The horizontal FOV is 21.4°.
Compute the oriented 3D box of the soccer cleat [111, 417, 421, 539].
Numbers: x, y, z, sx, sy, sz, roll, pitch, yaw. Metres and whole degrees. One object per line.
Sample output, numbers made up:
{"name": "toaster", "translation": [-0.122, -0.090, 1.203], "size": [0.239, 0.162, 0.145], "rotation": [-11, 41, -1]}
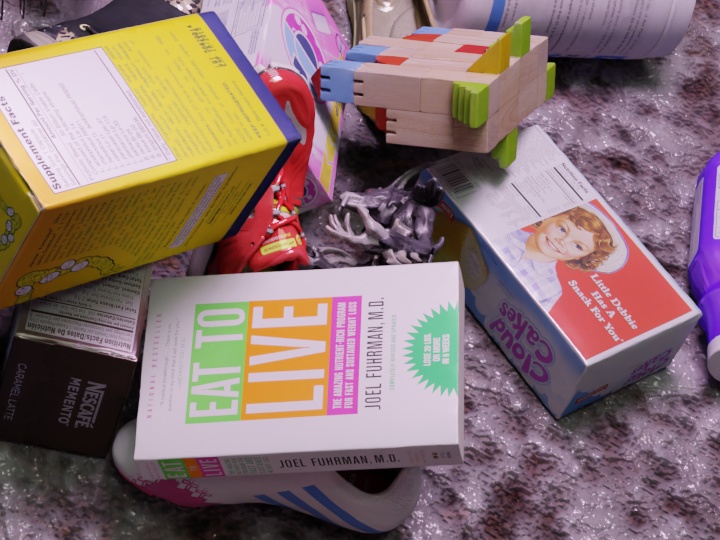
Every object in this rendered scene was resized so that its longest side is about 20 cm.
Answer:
{"name": "soccer cleat", "translation": [-0.055, 0.114, 1.210], "size": [0.199, 0.086, 0.070], "rotation": [12, 49, -8]}

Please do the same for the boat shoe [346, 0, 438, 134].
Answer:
{"name": "boat shoe", "translation": [0.031, -0.187, 1.506], "size": [0.073, 0.063, 0.201], "rotation": [5, 50, -14]}

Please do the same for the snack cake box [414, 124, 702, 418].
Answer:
{"name": "snack cake box", "translation": [0.136, -0.003, 1.384], "size": [0.115, 0.067, 0.200], "rotation": [-20, 60, -32]}

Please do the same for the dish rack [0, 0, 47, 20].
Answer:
{"name": "dish rack", "translation": [-0.290, -0.246, 1.449], "size": [0.199, 0.055, 0.154], "rotation": [-8, 55, -18]}

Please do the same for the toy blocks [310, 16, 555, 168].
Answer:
{"name": "toy blocks", "translation": [0.051, -0.137, 1.388], "size": [0.136, 0.100, 0.200], "rotation": [8, 21, 20]}

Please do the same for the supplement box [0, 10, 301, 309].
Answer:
{"name": "supplement box", "translation": [-0.156, -0.068, 1.151], "size": [0.200, 0.110, 0.109], "rotation": [-19, 67, -41]}

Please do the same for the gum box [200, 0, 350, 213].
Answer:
{"name": "gum box", "translation": [-0.065, -0.142, 1.380], "size": [0.066, 0.114, 0.200], "rotation": [-19, 36, 20]}

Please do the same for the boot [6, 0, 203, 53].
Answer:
{"name": "boot", "translation": [-0.140, -0.133, 1.401], "size": [0.203, 0.074, 0.154], "rotation": [38, 47, 13]}

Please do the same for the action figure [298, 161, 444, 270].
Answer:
{"name": "action figure", "translation": [0.000, 0.000, 1.305], "size": [0.102, 0.119, 0.201], "rotation": [23, 53, -17]}

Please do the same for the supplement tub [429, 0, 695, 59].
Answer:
{"name": "supplement tub", "translation": [0.158, -0.239, 1.547], "size": [0.199, 0.132, 0.132], "rotation": [1, 51, -18]}

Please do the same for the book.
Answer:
{"name": "book", "translation": [-0.035, 0.065, 1.185], "size": [0.199, 0.048, 0.134], "rotation": [-4, 52, 9]}

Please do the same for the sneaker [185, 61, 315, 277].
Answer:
{"name": "sneaker", "translation": [-0.058, -0.038, 1.260], "size": [0.077, 0.201, 0.085], "rotation": [-5, 29, -30]}

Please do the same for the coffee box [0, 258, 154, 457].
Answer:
{"name": "coffee box", "translation": [-0.180, 0.005, 1.243], "size": [0.079, 0.115, 0.201], "rotation": [13, 50, -10]}

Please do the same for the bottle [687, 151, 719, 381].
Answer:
{"name": "bottle", "translation": [0.290, -0.003, 1.435], "size": [0.083, 0.065, 0.201], "rotation": [16, 48, -4]}
